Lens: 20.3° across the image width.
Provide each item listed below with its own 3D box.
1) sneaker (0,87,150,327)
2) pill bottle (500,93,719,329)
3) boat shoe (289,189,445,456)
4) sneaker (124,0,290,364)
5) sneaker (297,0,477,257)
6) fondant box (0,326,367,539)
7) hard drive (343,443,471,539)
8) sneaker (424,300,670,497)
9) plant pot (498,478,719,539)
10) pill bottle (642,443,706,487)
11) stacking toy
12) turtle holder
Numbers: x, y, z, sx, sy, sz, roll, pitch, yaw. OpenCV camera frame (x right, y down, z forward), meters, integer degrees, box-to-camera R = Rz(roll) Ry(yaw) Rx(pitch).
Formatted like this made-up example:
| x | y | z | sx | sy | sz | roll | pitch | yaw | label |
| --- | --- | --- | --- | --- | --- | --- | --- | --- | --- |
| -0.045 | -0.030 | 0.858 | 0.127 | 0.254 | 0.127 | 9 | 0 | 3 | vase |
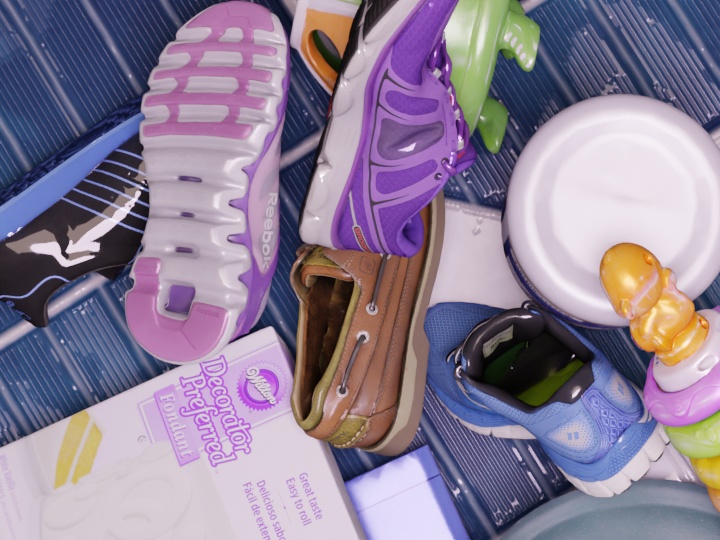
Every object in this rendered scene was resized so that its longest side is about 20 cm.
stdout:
| x | y | z | sx | sy | sz | roll | pitch | yaw | label |
| --- | --- | --- | --- | --- | --- | --- | --- | --- | --- |
| -0.133 | -0.048 | 1.167 | 0.199 | 0.070 | 0.078 | -34 | 107 | -4 | sneaker |
| 0.132 | -0.026 | 1.079 | 0.115 | 0.200 | 0.117 | 0 | 88 | 2 | pill bottle |
| 0.000 | 0.000 | 1.122 | 0.068 | 0.072 | 0.201 | 15 | 64 | -31 | boat shoe |
| -0.075 | -0.047 | 1.119 | 0.080 | 0.088 | 0.202 | 10 | 90 | 23 | sneaker |
| 0.027 | -0.088 | 1.033 | 0.083 | 0.201 | 0.081 | 15 | 45 | -2 | sneaker |
| -0.109 | 0.140 | 1.134 | 0.199 | 0.058 | 0.145 | -24 | 68 | 0 | fondant box |
| 0.020 | 0.219 | 1.157 | 0.131 | 0.025 | 0.201 | -24 | 85 | 1 | hard drive |
| 0.086 | 0.047 | 1.088 | 0.079 | 0.200 | 0.089 | -46 | 120 | -12 | sneaker |
| 0.149 | 0.227 | 1.034 | 0.199 | 0.134 | 0.202 | 2 | 115 | 4 | plant pot |
| 0.237 | 0.077 | 1.110 | 0.199 | 0.114 | 0.115 | -34 | 85 | 1 | pill bottle |
| 0.180 | 0.059 | 0.962 | 0.200 | 0.116 | 0.110 | 43 | 130 | -20 | stacking toy |
| 0.036 | -0.167 | 1.117 | 0.131 | 0.141 | 0.187 | 13 | 83 | -2 | turtle holder |
